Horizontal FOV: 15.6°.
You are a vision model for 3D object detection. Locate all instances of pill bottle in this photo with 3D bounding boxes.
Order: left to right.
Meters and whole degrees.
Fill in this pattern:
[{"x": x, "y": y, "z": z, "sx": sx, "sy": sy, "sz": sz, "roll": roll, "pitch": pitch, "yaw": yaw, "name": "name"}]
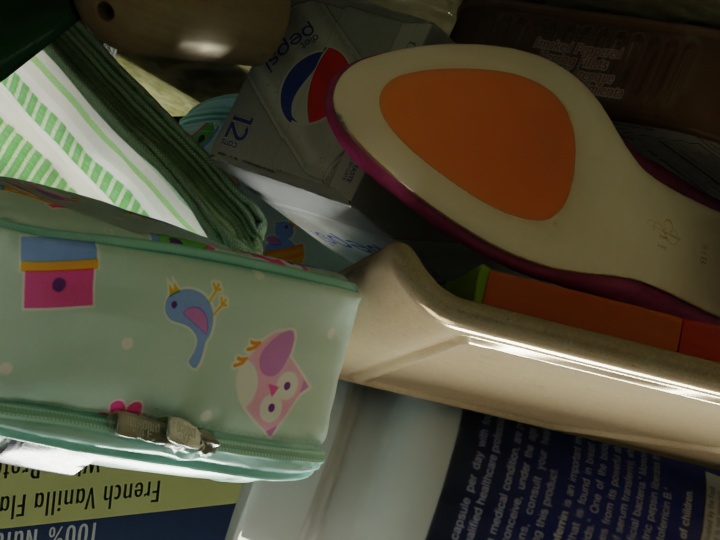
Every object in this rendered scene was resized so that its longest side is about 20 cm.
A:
[{"x": 0.053, "y": 0.105, "z": 0.980, "sx": 0.199, "sy": 0.116, "sz": 0.116, "roll": 20, "pitch": 172, "yaw": -4, "name": "pill bottle"}]

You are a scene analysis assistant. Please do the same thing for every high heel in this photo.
[{"x": 0.068, "y": -0.018, "z": 0.853, "sx": 0.199, "sy": 0.068, "sz": 0.096, "roll": 14, "pitch": 165, "yaw": -20, "name": "high heel"}]

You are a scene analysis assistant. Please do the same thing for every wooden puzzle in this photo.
[{"x": 0.084, "y": 0.035, "z": 0.859, "sx": 0.199, "sy": 0.037, "sz": 0.185, "roll": 19, "pitch": 169, "yaw": -10, "name": "wooden puzzle"}]

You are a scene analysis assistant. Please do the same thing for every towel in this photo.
[{"x": -0.100, "y": -0.031, "z": 0.961, "sx": 0.153, "sy": 0.023, "sz": 0.200, "roll": 46, "pitch": 161, "yaw": 5, "name": "towel"}]

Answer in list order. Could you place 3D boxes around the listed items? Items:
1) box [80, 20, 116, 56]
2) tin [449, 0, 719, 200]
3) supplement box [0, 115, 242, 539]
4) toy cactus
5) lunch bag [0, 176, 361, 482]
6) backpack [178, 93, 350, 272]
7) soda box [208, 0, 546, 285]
[{"x": -0.213, "y": -0.085, "z": 1.140, "sx": 0.199, "sy": 0.138, "sz": 0.040, "roll": 14, "pitch": 166, "yaw": 9, "name": "box"}, {"x": 0.106, "y": -0.049, "z": 0.901, "sx": 0.112, "sy": 0.042, "sz": 0.200, "roll": 37, "pitch": 166, "yaw": -38, "name": "tin"}, {"x": -0.128, "y": 0.030, "z": 1.260, "sx": 0.199, "sy": 0.201, "sz": 0.134, "roll": -4, "pitch": -175, "yaw": -26, "name": "supplement box"}, {"x": -0.102, "y": -0.103, "z": 0.811, "sx": 0.164, "sy": 0.200, "sz": 0.103, "roll": 16, "pitch": -141, "yaw": -29, "name": "toy cactus"}, {"x": -0.102, "y": 0.013, "z": 0.821, "sx": 0.160, "sy": 0.078, "sz": 0.200, "roll": 16, "pitch": -179, "yaw": -39, "name": "lunch bag"}, {"x": 0.000, "y": 0.000, "z": 1.097, "sx": 0.199, "sy": 0.154, "sz": 0.176, "roll": 25, "pitch": 170, "yaw": -16, "name": "backpack"}, {"x": 0.033, "y": -0.023, "z": 0.917, "sx": 0.063, "sy": 0.069, "sz": 0.200, "roll": 19, "pitch": 169, "yaw": 34, "name": "soda box"}]
